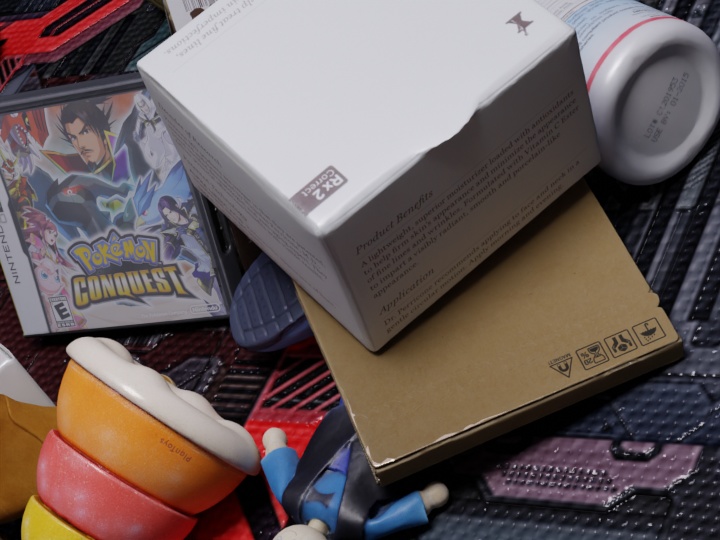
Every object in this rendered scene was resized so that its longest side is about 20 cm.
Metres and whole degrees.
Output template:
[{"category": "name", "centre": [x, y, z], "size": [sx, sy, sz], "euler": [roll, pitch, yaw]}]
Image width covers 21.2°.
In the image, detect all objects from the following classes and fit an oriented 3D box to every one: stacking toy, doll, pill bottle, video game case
[{"category": "stacking toy", "centre": [-0.169, 0.156, 1.216], "size": [0.146, 0.146, 0.201], "euler": [28, 83, 50]}, {"category": "doll", "centre": [-0.003, 0.111, 1.180], "size": [0.135, 0.049, 0.201], "euler": [10, 55, 29]}, {"category": "pill bottle", "centre": [0.143, -0.139, 1.296], "size": [0.109, 0.109, 0.200], "euler": [-42, 37, -10]}, {"category": "video game case", "centre": [-0.189, -0.045, 1.389], "size": [0.198, 0.182, 0.025], "euler": [-6, 18, 31]}]

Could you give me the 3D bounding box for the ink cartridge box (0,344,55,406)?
[{"category": "ink cartridge box", "centre": [-0.312, 0.122, 1.300], "size": [0.200, 0.174, 0.043], "euler": [-44, 38, -12]}]

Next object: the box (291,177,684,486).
[{"category": "box", "centre": [0.074, 0.027, 1.179], "size": [0.198, 0.021, 0.164], "euler": [-23, 50, -3]}]

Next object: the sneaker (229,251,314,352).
[{"category": "sneaker", "centre": [0.000, 0.000, 1.287], "size": [0.199, 0.082, 0.074], "euler": [-33, 50, 20]}]

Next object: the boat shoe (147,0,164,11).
[{"category": "boat shoe", "centre": [-0.111, -0.264, 1.668], "size": [0.199, 0.072, 0.066], "euler": [3, 40, 39]}]

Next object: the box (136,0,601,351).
[{"category": "box", "centre": [0.007, -0.097, 1.186], "size": [0.199, 0.131, 0.200], "euler": [-39, 54, -13]}]

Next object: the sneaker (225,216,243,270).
[{"category": "sneaker", "centre": [-0.170, -0.022, 1.433], "size": [0.198, 0.076, 0.071], "euler": [-7, 44, 32]}]

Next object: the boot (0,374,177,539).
[{"category": "boot", "centre": [-0.227, 0.105, 1.279], "size": [0.201, 0.144, 0.071], "euler": [-43, 38, -11]}]

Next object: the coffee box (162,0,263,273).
[{"category": "coffee box", "centre": [-0.076, -0.106, 1.380], "size": [0.079, 0.114, 0.201], "euler": [-16, 50, -6]}]
